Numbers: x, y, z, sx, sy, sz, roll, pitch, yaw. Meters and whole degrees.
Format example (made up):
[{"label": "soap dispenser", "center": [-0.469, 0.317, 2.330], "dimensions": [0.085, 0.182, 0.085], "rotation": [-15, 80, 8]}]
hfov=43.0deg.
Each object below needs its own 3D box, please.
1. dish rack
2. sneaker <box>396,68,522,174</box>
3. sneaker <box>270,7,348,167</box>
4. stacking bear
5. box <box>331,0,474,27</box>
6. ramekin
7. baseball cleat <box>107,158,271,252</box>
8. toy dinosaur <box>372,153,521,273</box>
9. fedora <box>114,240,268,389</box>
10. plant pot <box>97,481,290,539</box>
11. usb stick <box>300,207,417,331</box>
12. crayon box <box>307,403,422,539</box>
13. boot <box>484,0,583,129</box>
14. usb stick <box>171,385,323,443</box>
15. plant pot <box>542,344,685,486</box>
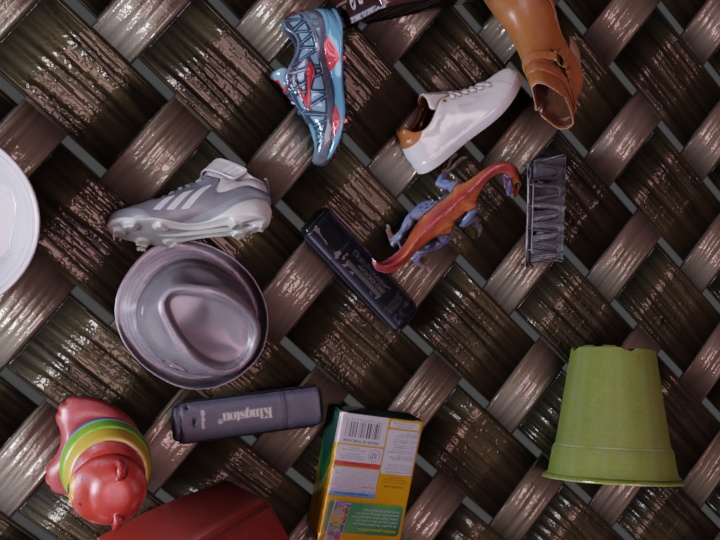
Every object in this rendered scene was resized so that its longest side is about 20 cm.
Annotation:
[{"label": "dish rack", "center": [0.249, -0.079, 1.241], "dimensions": [0.054, 0.200, 0.155], "rotation": [1, 98, 15]}, {"label": "sneaker", "center": [0.133, -0.224, 1.234], "dimensions": [0.200, 0.073, 0.085], "rotation": [-42, 110, -11]}, {"label": "sneaker", "center": [-0.068, -0.231, 1.166], "dimensions": [0.094, 0.079, 0.202], "rotation": [-1, 88, -11]}, {"label": "stacking bear", "center": [-0.295, 0.230, 1.050], "dimensions": [0.113, 0.200, 0.123], "rotation": [11, 92, -21]}, {"label": "box", "center": [0.068, -0.412, 1.140], "dimensions": [0.198, 0.166, 0.166], "rotation": [-16, 100, -18]}, {"label": "ramekin", "center": [-0.460, -0.057, 1.008], "dimensions": [0.198, 0.105, 0.202], "rotation": [-2, 96, -21]}, {"label": "baseball cleat", "center": [-0.210, -0.083, 1.130], "dimensions": [0.198, 0.070, 0.107], "rotation": [-1, 63, -8]}, {"label": "toy dinosaur", "center": [0.129, -0.071, 1.206], "dimensions": [0.105, 0.200, 0.181], "rotation": [45, 122, -12]}, {"label": "fedora", "center": [-0.199, 0.061, 1.128], "dimensions": [0.200, 0.090, 0.177], "rotation": [45, 79, -19]}, {"label": "plant pot", "center": [-0.177, 0.378, 1.125], "dimensions": [0.176, 0.199, 0.201], "rotation": [-33, 106, -26]}, {"label": "usb stick", "center": [0.000, 0.000, 1.230], "dimensions": [0.200, 0.033, 0.056], "rotation": [47, 72, -19]}, {"label": "crayon box", "center": [0.003, 0.292, 1.251], "dimensions": [0.125, 0.052, 0.202], "rotation": [11, 91, -22]}, {"label": "boot", "center": [0.233, -0.295, 1.227], "dimensions": [0.199, 0.073, 0.156], "rotation": [36, 46, -23]}, {"label": "usb stick", "center": [-0.143, 0.186, 1.186], "dimensions": [0.198, 0.033, 0.056], "rotation": [-4, 98, -20]}, {"label": "plant pot", "center": [0.365, 0.207, 1.323], "dimensions": [0.198, 0.200, 0.192], "rotation": [5, 82, -21]}]
